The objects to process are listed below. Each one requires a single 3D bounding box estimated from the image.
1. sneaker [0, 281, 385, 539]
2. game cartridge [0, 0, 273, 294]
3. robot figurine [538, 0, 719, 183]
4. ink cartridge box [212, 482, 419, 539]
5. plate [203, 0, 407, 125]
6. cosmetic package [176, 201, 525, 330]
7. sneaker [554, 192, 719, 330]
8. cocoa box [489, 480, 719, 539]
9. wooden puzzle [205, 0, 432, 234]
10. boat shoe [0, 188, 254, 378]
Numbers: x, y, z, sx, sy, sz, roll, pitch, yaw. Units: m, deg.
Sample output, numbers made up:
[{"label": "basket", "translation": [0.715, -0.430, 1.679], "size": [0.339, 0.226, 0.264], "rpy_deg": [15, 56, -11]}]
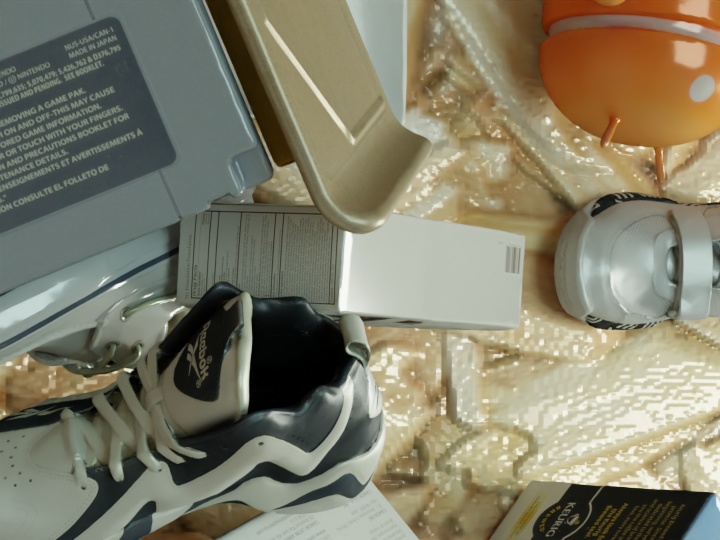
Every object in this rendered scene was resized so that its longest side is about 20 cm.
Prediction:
[{"label": "sneaker", "translation": [-0.083, 0.056, 1.073], "size": [0.198, 0.130, 0.080], "rpy_deg": [-3, 55, -9]}, {"label": "game cartridge", "translation": [-0.150, -0.060, 1.046], "size": [0.199, 0.042, 0.134], "rpy_deg": [-21, 104, 2]}, {"label": "robot figurine", "translation": [0.156, -0.152, 1.363], "size": [0.116, 0.144, 0.201], "rpy_deg": [10, 80, -13]}, {"label": "ink cartridge box", "translation": [0.007, 0.193, 1.140], "size": [0.200, 0.050, 0.162], "rpy_deg": [53, 32, 9]}, {"label": "plate", "translation": [-0.058, -0.168, 1.217], "size": [0.199, 0.032, 0.201], "rpy_deg": [2, 87, -43]}, {"label": "cosmetic package", "translation": [0.000, 0.000, 1.189], "size": [0.200, 0.082, 0.051], "rpy_deg": [7, 88, -63]}, {"label": "sneaker", "translation": [0.202, -0.007, 1.403], "size": [0.200, 0.115, 0.075], "rpy_deg": [-2, 90, -44]}, {"label": "cocoa box", "translation": [0.112, 0.221, 1.299], "size": [0.200, 0.131, 0.134], "rpy_deg": [-51, 122, -32]}, {"label": "wooden puzzle", "translation": [-0.038, -0.118, 1.118], "size": [0.200, 0.037, 0.185], "rpy_deg": [62, 14, -8]}, {"label": "boat shoe", "translation": [-0.109, 0.014, 1.133], "size": [0.200, 0.073, 0.067], "rpy_deg": [-30, 106, -41]}]
